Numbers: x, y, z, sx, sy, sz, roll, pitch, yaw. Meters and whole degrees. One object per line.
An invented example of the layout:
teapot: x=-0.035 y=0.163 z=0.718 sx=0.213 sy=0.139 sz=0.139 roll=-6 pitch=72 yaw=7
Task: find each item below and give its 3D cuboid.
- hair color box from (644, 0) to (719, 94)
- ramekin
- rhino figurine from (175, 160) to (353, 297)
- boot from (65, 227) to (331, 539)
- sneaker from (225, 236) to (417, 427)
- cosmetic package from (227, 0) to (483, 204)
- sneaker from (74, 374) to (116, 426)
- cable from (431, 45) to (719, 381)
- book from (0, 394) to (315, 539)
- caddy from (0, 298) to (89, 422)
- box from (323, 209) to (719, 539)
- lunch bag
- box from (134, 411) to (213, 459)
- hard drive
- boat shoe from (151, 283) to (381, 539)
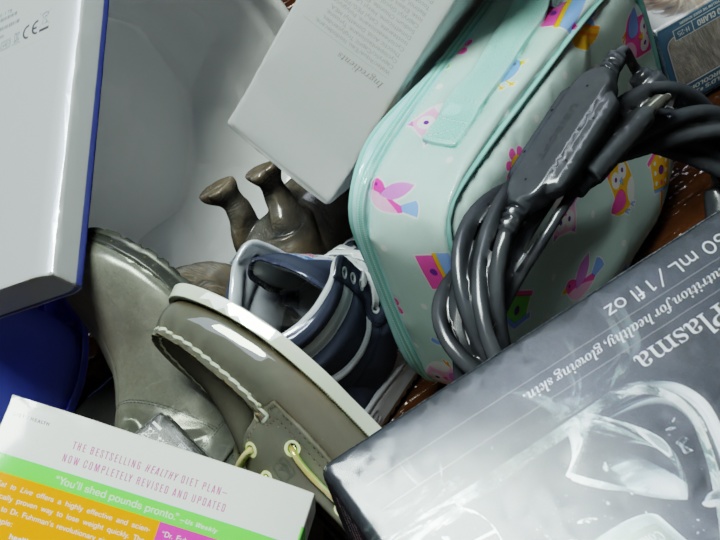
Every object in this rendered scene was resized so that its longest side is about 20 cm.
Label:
hair color box: x=0.176 y=-0.185 z=1.050 sx=0.100 sy=0.061 sz=0.200 roll=-30 pitch=39 yaw=-5
ramekin: x=-0.123 y=-0.077 z=0.991 sx=0.105 sy=0.201 sz=0.200 roll=3 pitch=45 yaw=43
rhino figurine: x=-0.043 y=-0.018 z=0.955 sx=0.060 sy=0.088 sz=0.200 roll=-8 pitch=32 yaw=51
boot: x=-0.106 y=0.083 z=0.811 sx=0.130 sy=0.068 sz=0.200 roll=-39 pitch=84 yaw=-30
sneaker: x=0.000 y=0.000 z=0.898 sx=0.070 sy=0.109 sz=0.200 roll=6 pitch=48 yaw=33
cosmetic package: x=0.021 y=-0.141 z=0.864 sx=0.200 sy=0.074 sz=0.102 roll=-55 pitch=-6 yaw=30
sneaker: x=-0.134 y=0.129 z=0.867 sx=0.078 sy=0.070 sz=0.201 roll=-11 pitch=38 yaw=39
cable: x=0.119 y=0.011 z=0.791 sx=0.201 sy=0.163 sz=0.051 roll=-58 pitch=25 yaw=-17
book: x=-0.108 y=0.164 z=0.678 sx=0.133 sy=0.048 sz=0.201 roll=16 pitch=66 yaw=7
caddy: x=-0.233 y=0.079 z=0.936 sx=0.200 sy=0.105 sz=0.141 roll=-52 pitch=45 yaw=-3
box: x=0.125 y=0.116 z=0.646 sx=0.199 sy=0.124 sz=0.197 roll=-32 pitch=58 yaw=-9
lunch bag: x=0.080 y=-0.050 z=0.869 sx=0.077 sy=0.161 sz=0.200 roll=11 pitch=52 yaw=37
box: x=-0.086 y=0.190 z=0.714 sx=0.193 sy=0.048 sz=0.200 roll=-42 pitch=69 yaw=-17
hard drive: x=-0.183 y=-0.071 z=0.879 sx=0.131 sy=0.025 sz=0.201 roll=-17 pitch=60 yaw=35
boat shoe: x=-0.019 y=0.086 z=0.774 sx=0.201 sy=0.072 sz=0.060 roll=40 pitch=75 yaw=3
